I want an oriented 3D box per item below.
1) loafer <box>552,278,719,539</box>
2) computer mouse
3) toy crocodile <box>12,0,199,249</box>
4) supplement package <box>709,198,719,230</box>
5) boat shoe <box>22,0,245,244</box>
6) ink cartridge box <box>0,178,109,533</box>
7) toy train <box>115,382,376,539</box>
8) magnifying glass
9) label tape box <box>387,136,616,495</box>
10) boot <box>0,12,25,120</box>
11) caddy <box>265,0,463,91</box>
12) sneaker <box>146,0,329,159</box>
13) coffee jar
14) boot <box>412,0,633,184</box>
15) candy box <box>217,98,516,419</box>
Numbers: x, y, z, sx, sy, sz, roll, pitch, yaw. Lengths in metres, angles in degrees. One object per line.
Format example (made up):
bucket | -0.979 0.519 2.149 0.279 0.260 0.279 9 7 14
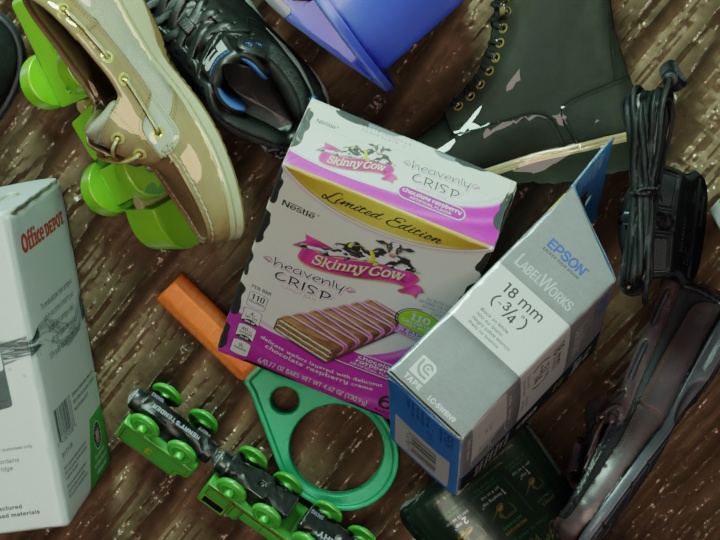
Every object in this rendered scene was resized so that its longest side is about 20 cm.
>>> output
loafer | 0.171 0.089 1.352 0.063 0.072 0.200 33 66 12
computer mouse | 0.176 -0.058 1.292 0.046 0.200 0.141 6 96 18
toy crocodile | -0.160 -0.100 1.367 0.062 0.067 0.200 -33 97 -35
supplement package | 0.321 -0.023 1.278 0.151 0.200 0.152 43 101 -4
boat shoe | -0.140 -0.098 1.302 0.066 0.074 0.200 -31 94 -22
ink cartridge box | -0.227 0.053 1.360 0.083 0.147 0.200 -8 100 6
toy train | -0.075 0.146 1.414 0.200 0.042 0.056 37 145 -2
magnifying glass | -0.056 0.079 1.418 0.200 0.022 0.080 44 101 -7
label tape box | 0.105 0.031 1.295 0.063 0.144 0.200 42 77 14
boot | -0.282 -0.081 1.308 0.066 0.200 0.165 36 101 -4
caddy | -0.022 -0.203 1.297 0.105 0.141 0.200 -35 96 7
sneaker | -0.097 -0.152 1.326 0.200 0.112 0.073 41 98 -6
coffee jar | 0.122 0.203 1.370 0.104 0.085 0.200 -35 81 -11
boot | 0.073 -0.118 1.349 0.200 0.077 0.138 -10 96 -7
candy box | 0.000 0.000 1.321 0.136 0.061 0.200 22 140 0
